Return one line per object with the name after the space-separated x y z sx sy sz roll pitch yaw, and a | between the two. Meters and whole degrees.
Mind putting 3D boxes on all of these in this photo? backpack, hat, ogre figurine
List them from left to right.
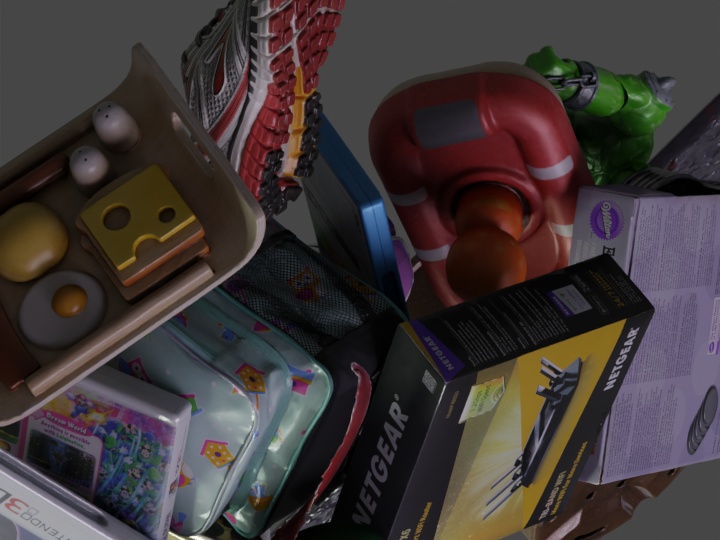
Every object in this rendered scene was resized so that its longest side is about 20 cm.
-0.096 0.046 1.569 0.153 0.200 0.176 -26 152 -39 | backpack
-0.011 0.154 1.555 0.166 0.200 0.176 23 83 -27 | hat
0.144 -0.083 1.790 0.120 0.098 0.200 -6 127 -18 | ogre figurine

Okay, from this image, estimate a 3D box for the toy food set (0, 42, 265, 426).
-0.168 -0.022 1.452 0.200 0.144 0.060 -34 153 -6 | toy food set

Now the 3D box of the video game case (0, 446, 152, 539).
-0.246 0.174 1.504 0.200 0.023 0.182 -37 125 26 | video game case

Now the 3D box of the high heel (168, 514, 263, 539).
-0.106 0.110 1.667 0.143 0.200 0.071 -53 137 -22 | high heel

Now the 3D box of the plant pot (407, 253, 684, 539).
0.130 0.084 1.908 0.200 0.198 0.200 -28 150 -17 | plant pot

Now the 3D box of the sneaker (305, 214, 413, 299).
-0.035 -0.003 1.741 0.114 0.073 0.200 -59 146 -1 | sneaker

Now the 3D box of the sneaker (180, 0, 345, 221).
-0.065 -0.127 1.489 0.078 0.082 0.200 -31 140 -53 | sneaker

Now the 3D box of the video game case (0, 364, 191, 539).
-0.203 0.114 1.544 0.024 0.200 0.182 -49 157 -52 | video game case

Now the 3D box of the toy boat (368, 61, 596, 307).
0.083 -0.028 1.683 0.130 0.131 0.200 -11 132 19 | toy boat

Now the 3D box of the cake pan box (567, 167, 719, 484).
0.196 0.034 1.730 0.184 0.052 0.200 -8 107 -57 | cake pan box

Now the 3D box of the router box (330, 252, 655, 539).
0.076 0.092 1.576 0.157 0.052 0.200 -18 145 -31 | router box

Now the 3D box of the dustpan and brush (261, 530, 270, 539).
-0.089 0.194 1.826 0.140 0.200 0.057 13 82 -57 | dustpan and brush

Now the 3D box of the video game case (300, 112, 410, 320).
0.000 0.000 1.619 0.018 0.143 0.200 -22 129 -10 | video game case
